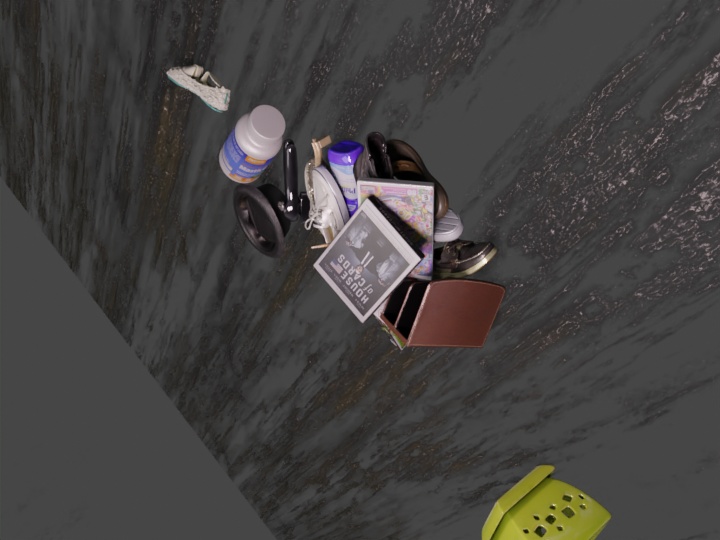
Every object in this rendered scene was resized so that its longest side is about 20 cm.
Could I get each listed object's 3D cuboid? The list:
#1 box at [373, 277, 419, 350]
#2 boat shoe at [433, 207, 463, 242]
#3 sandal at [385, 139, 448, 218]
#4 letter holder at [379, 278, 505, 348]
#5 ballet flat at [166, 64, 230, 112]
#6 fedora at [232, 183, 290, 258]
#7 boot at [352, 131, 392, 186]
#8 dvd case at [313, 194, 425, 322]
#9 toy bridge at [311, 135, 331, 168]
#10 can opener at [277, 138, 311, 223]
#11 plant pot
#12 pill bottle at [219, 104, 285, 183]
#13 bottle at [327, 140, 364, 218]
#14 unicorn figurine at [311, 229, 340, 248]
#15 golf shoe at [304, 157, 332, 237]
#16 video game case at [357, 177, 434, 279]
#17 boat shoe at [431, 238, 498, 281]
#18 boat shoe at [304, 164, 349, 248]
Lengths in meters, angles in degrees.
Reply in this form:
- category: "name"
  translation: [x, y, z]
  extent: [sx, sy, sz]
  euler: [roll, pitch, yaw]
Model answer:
- category: "box"
  translation: [0.090, 0.086, 1.668]
  extent: [0.035, 0.110, 0.200]
  euler: [38, 172, 23]
- category: "boat shoe"
  translation: [0.132, -0.086, 1.586]
  extent: [0.198, 0.072, 0.062]
  euler: [17, 155, 50]
- category: "sandal"
  translation: [0.090, -0.171, 1.542]
  extent: [0.201, 0.054, 0.082]
  euler: [55, 146, 24]
- category: "letter holder"
  translation: [0.160, 0.059, 1.548]
  extent: [0.101, 0.197, 0.144]
  euler: [44, 121, 46]
- category: "ballet flat"
  translation: [-0.374, -0.445, 1.925]
  extent: [0.199, 0.071, 0.073]
  euler: [36, 144, 23]
- category: "fedora"
  translation: [-0.220, -0.134, 1.963]
  extent: [0.199, 0.091, 0.203]
  euler: [34, 145, 28]
- category: "boot"
  translation: [0.034, -0.146, 1.536]
  extent: [0.132, 0.069, 0.204]
  euler: [128, 122, -73]
- category: "dvd case"
  translation: [0.012, -0.018, 1.514]
  extent: [0.151, 0.025, 0.200]
  euler: [48, 127, 9]
- category: "toy bridge"
  translation: [-0.062, -0.186, 1.734]
  extent: [0.027, 0.067, 0.203]
  euler: [4, 122, 51]
- category: "can opener"
  translation: [-0.155, -0.201, 1.855]
  extent: [0.063, 0.077, 0.204]
  euler: [-133, 32, -55]
- category: "plant pot"
  translation: [0.375, 0.542, 1.711]
  extent: [0.182, 0.198, 0.201]
  euler: [45, 148, 27]
- category: "pill bottle"
  translation: [-0.239, -0.286, 1.832]
  extent: [0.113, 0.112, 0.200]
  euler: [54, 148, 0]
- category: "bottle"
  translation: [-0.011, -0.164, 1.687]
  extent: [0.083, 0.065, 0.203]
  euler: [19, 133, 41]
- category: "unicorn figurine"
  translation: [0.014, -0.068, 1.630]
  extent: [0.198, 0.140, 0.073]
  euler: [31, 148, -29]
- category: "golf shoe"
  translation: [-0.092, -0.154, 1.799]
  extent: [0.097, 0.078, 0.203]
  euler: [18, 132, 51]
- category: "video game case"
  translation: [0.066, -0.076, 1.517]
  extent: [0.140, 0.018, 0.203]
  euler: [5, 126, 11]
- category: "boat shoe"
  translation: [0.182, -0.027, 1.555]
  extent: [0.066, 0.072, 0.200]
  euler: [53, 153, -8]
- category: "boat shoe"
  translation: [-0.076, -0.111, 1.686]
  extent: [0.074, 0.085, 0.205]
  euler: [31, 146, 55]
